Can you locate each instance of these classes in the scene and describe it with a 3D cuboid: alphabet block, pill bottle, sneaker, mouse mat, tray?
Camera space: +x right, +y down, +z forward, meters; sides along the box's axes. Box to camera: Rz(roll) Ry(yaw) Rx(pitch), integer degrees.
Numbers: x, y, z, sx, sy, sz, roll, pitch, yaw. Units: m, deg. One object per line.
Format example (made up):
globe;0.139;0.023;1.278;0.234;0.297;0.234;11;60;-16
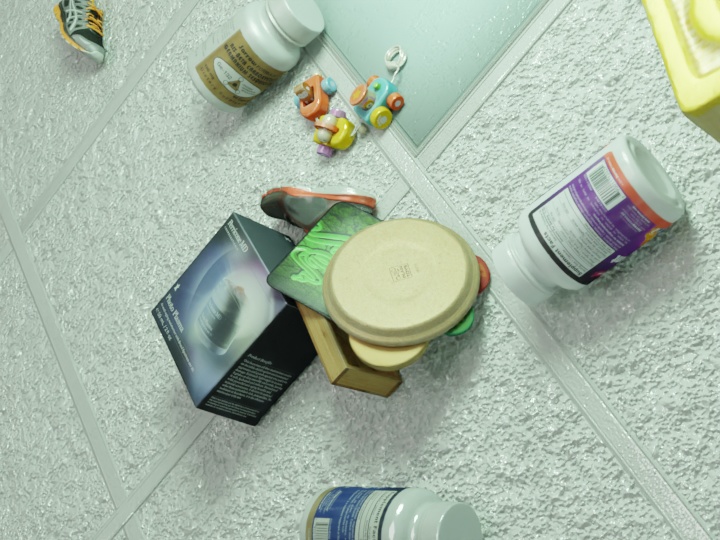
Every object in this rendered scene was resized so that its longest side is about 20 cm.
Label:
alphabet block;0.419;-0.233;1.257;0.196;0.200;0.196;-32;54;30
pill bottle;0.036;0.303;1.458;0.200;0.111;0.111;-7;68;41
sneaker;-0.499;-0.448;2.307;0.077;0.078;0.200;-42;49;10
mouse mat;0.000;0.000;1.604;0.200;0.008;0.161;27;62;29
pill bottle;-0.154;-0.335;1.903;0.200;0.114;0.115;-34;52;29
tray;-0.026;0.068;1.622;0.037;0.099;0.200;-48;46;25
sneaker;-0.068;-0.072;1.743;0.200;0.077;0.082;1;80;44
pill bottle;0.246;-0.049;1.407;0.200;0.111;0.112;-38;50;26

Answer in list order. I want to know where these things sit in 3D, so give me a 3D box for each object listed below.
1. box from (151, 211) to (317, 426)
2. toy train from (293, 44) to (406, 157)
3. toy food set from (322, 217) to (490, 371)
box;-0.159;0.064;1.736;0.198;0.123;0.200;-48;47;16
toy train;-0.027;-0.246;1.788;0.200;0.056;0.151;-20;61;37
toy food set;0.053;0.017;1.544;0.198;0.049;0.200;-29;52;-12
